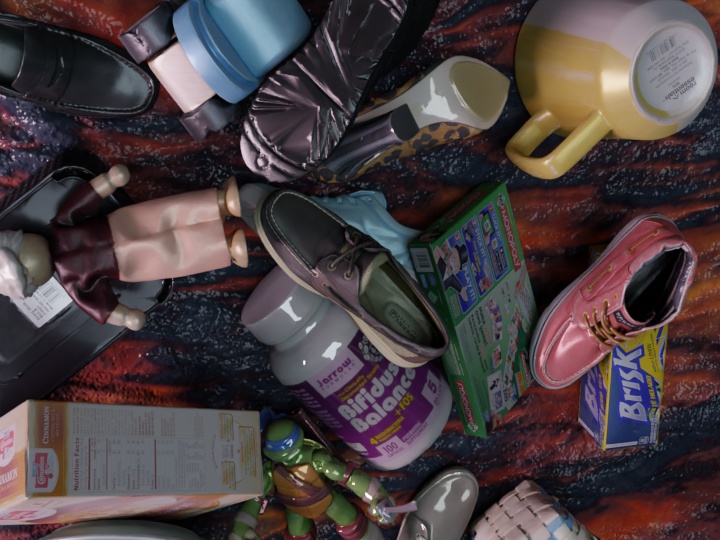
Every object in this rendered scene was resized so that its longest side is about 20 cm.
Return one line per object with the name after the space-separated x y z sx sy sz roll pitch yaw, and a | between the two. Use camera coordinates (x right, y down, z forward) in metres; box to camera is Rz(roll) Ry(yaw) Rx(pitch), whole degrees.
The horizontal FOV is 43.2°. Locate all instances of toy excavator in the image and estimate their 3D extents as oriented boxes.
-0.067 -0.218 0.729 0.198 0.196 0.100 -26 115 23 | toy excavator

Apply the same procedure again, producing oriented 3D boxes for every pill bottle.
-0.014 0.082 0.836 0.112 0.112 0.200 -44 113 1 | pill bottle

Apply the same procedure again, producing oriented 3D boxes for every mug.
0.230 -0.165 0.812 0.147 0.153 0.190 9 104 -19 | mug

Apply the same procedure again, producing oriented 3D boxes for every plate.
-0.212 0.254 0.820 0.197 0.201 0.026 9 59 -18 | plate

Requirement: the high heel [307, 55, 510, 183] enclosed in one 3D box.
0.041 -0.136 0.829 0.199 0.141 0.073 -28 98 -42 | high heel

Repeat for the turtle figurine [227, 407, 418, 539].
-0.040 0.242 0.836 0.143 0.199 0.195 -39 137 -17 | turtle figurine

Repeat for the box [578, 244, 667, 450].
0.271 0.078 0.941 0.063 0.070 0.204 -4 107 -10 | box

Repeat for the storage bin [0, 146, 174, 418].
-0.266 0.011 0.752 0.199 0.094 0.136 -38 112 -2 | storage bin

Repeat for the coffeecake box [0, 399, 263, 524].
-0.203 0.162 0.750 0.197 0.153 0.074 10 65 -37 | coffeecake box

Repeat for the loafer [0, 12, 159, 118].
-0.256 -0.161 0.715 0.197 0.070 0.069 13 103 -19 | loafer

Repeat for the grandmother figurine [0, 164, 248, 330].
-0.186 -0.015 0.691 0.196 0.061 0.124 -8 81 -11 | grandmother figurine

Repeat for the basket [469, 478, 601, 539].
0.207 0.334 0.948 0.139 0.176 0.201 -40 94 -2 | basket

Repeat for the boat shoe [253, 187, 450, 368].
0.000 0.001 0.755 0.201 0.066 0.072 44 63 -11 | boat shoe

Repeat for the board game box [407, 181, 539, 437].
0.119 0.036 0.868 0.134 0.029 0.203 -38 118 -42 | board game box

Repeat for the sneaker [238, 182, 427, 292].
-0.019 -0.043 0.832 0.198 0.074 0.083 27 68 -17 | sneaker

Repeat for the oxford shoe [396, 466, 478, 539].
0.066 0.299 0.955 0.075 0.058 0.202 32 94 -20 | oxford shoe

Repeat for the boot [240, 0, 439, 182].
-0.009 -0.167 0.740 0.073 0.163 0.199 36 109 -1 | boot

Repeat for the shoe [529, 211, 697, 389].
0.229 0.040 0.842 0.071 0.091 0.201 34 106 -7 | shoe
